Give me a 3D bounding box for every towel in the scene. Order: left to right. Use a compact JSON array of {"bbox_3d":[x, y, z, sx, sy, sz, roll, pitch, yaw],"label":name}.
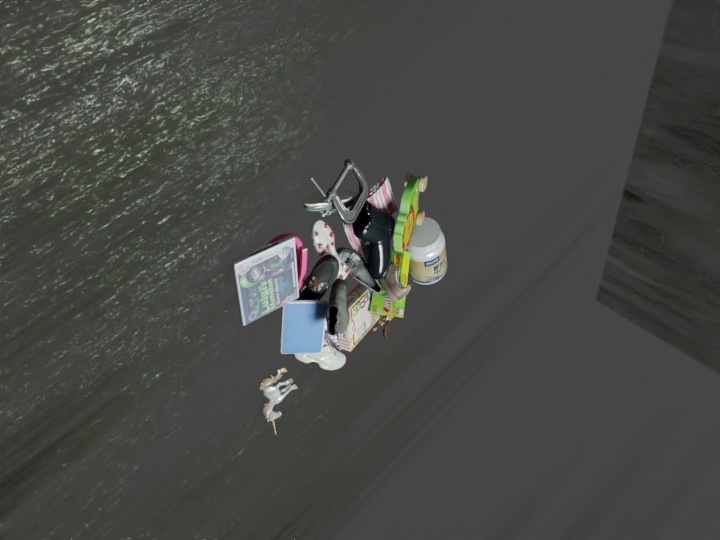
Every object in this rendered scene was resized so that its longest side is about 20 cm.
[{"bbox_3d":[0.033,-0.164,1.712,0.200,0.030,0.147,-46,145,-14],"label":"towel"}]

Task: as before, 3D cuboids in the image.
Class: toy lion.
[{"bbox_3d":[0.142,-0.165,1.747,0.193,0.067,0.204,-58,156,-46],"label":"toy lion"}]

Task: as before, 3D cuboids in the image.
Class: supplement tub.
[{"bbox_3d":[0.212,-0.064,1.901,0.144,0.144,0.202,-42,147,-17],"label":"supplement tub"}]

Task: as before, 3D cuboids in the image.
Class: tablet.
[{"bbox_3d":[-0.165,0.165,1.658,0.126,0.014,0.204,-1,127,-12],"label":"tablet"}]

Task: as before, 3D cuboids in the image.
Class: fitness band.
[{"bbox_3d":[-0.209,-0.002,1.546,0.142,0.037,0.204,-22,132,-38],"label":"fitness band"}]

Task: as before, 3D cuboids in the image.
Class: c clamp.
[{"bbox_3d":[-0.041,-0.219,1.504,0.173,0.027,0.201,59,39,-24],"label":"c clamp"}]

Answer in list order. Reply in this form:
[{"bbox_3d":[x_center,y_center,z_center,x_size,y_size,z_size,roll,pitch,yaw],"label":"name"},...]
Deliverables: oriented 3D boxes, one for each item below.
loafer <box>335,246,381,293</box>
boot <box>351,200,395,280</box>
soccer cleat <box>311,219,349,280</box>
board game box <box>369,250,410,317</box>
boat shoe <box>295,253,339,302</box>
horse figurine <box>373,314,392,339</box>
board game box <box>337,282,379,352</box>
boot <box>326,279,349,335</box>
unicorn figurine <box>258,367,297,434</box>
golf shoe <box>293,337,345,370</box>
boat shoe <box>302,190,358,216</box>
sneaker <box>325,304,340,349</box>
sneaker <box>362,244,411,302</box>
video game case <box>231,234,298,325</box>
[{"bbox_3d":[0.000,0.000,1.731,0.072,0.063,0.199,-48,127,2],"label":"loafer"},{"bbox_3d":[0.027,-0.084,1.653,0.167,0.075,0.206,15,86,-58],"label":"boot"},{"bbox_3d":[-0.097,-0.054,1.618,0.069,0.077,0.203,-40,123,-22],"label":"soccer cleat"},{"bbox_3d":[0.094,0.040,1.819,0.047,0.099,0.206,18,77,-58],"label":"board game box"},{"bbox_3d":[-0.118,0.037,1.604,0.202,0.073,0.064,-53,-173,36],"label":"boat shoe"},{"bbox_3d":[0.093,0.132,2.000,0.132,0.049,0.205,-37,137,-52],"label":"horse figurine"},{"bbox_3d":[-0.005,0.136,1.826,0.200,0.045,0.155,-43,136,-48],"label":"board game box"},{"bbox_3d":[-0.074,0.137,1.638,0.132,0.066,0.204,-74,169,-48],"label":"boot"},{"bbox_3d":[-0.261,0.385,1.782,0.136,0.074,0.203,-34,127,-12],"label":"unicorn figurine"},{"bbox_3d":[-0.113,0.251,1.782,0.197,0.076,0.092,20,126,-37],"label":"golf shoe"},{"bbox_3d":[-0.078,-0.171,1.535,0.198,0.072,0.063,-18,128,-49],"label":"boat shoe"},{"bbox_3d":[-0.088,0.176,1.811,0.090,0.079,0.202,-59,152,-23],"label":"sneaker"},{"bbox_3d":[0.082,-0.005,1.760,0.075,0.203,0.070,-34,172,13],"label":"sneaker"},{"bbox_3d":[-0.241,0.027,1.489,0.179,0.023,0.204,-27,136,-30],"label":"video game case"}]
